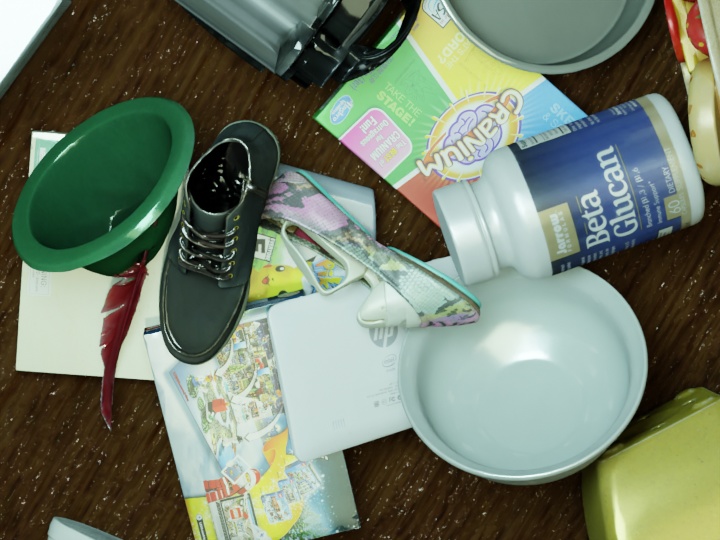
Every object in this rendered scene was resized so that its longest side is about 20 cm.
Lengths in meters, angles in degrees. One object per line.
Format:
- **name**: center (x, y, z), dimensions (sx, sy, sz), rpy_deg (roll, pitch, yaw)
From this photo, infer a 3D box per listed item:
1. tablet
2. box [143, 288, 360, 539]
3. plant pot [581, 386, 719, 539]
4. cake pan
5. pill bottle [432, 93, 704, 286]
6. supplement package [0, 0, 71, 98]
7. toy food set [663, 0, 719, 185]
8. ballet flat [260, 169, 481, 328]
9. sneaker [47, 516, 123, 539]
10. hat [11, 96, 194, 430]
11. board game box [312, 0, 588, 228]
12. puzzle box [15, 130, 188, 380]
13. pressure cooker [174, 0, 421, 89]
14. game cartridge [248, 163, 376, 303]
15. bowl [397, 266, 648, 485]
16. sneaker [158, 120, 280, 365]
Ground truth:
- **tablet**: center (0.020, 0.069, 1.752), dimensions (0.199, 0.014, 0.131), rpy_deg (-15, 99, -31)
- **box**: center (-0.088, 0.129, 1.750), dimensions (0.136, 0.038, 0.201), rpy_deg (-13, 99, -3)
- **plant pot**: center (0.280, 0.210, 1.750), dimensions (0.195, 0.194, 0.201), rpy_deg (-28, 92, 0)
- **cake pan**: center (0.145, -0.256, 1.732), dimensions (0.199, 0.037, 0.201), rpy_deg (1, 85, -14)
- **pill bottle**: center (0.163, -0.058, 1.701), dimensions (0.199, 0.111, 0.111), rpy_deg (-20, 98, -1)
- **supplement package**: center (-0.356, -0.212, 1.687), dimensions (0.200, 0.111, 0.156), rpy_deg (37, 93, -7)
- **toy food set**: center (0.279, -0.161, 1.702), dimensions (0.048, 0.198, 0.201), rpy_deg (-13, 86, 12)
- **ballet flat**: center (0.000, 0.000, 1.709), dimensions (0.200, 0.069, 0.071), rpy_deg (36, 72, 6)
- **sneaker**: center (-0.192, 0.295, 1.778), dimensions (0.200, 0.074, 0.116), rpy_deg (30, 91, -8)
- **hat**: center (-0.171, -0.016, 1.727), dimensions (0.199, 0.166, 0.176), rpy_deg (-24, 133, 20)
- **board game box**: center (0.084, -0.118, 1.764), dimensions (0.200, 0.040, 0.153), rpy_deg (40, 93, -7)
- **puzzle box**: center (-0.212, -0.012, 1.764), dimensions (0.132, 0.025, 0.201), rpy_deg (5, 96, -4)
- **pressure cooker**: center (-0.045, -0.240, 1.672), dimensions (0.200, 0.179, 0.176), rpy_deg (35, 90, -7)
- **game cartridge**: center (-0.060, 0.016, 1.774), dimensions (0.133, 0.040, 0.201), rpy_deg (14, 96, -9)
- **bowl**: center (0.135, 0.096, 1.734), dimensions (0.200, 0.090, 0.202), rpy_deg (-5, 59, 9)
- **sneaker**: center (-0.122, -0.018, 1.653), dimensions (0.074, 0.106, 0.201), rpy_deg (16, 100, 6)
